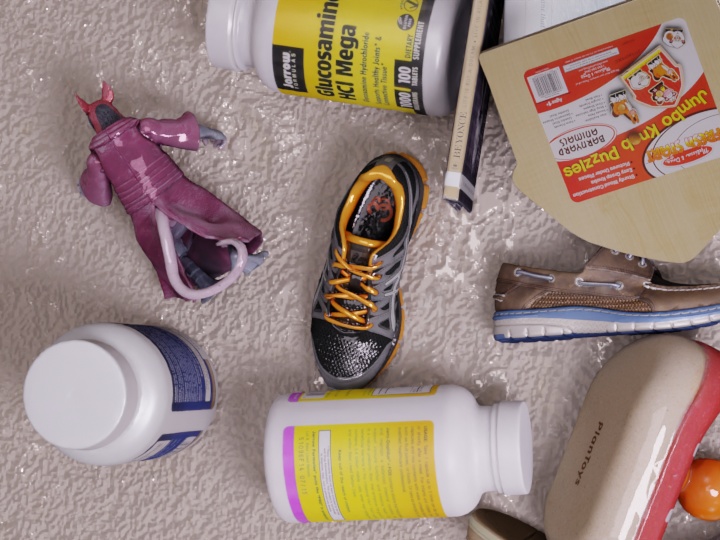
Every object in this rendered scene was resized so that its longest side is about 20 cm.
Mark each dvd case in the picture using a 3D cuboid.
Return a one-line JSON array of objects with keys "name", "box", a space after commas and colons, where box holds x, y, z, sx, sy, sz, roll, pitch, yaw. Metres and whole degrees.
[{"name": "dvd case", "box": [0.090, -0.148, 1.519, 0.016, 0.149, 0.200, 8, 89, 7]}]

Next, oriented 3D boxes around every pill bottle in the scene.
[{"name": "pill bottle", "box": [-0.191, 0.096, 1.544, 0.111, 0.200, 0.111, -1, 87, 12]}, {"name": "pill bottle", "box": [0.031, 0.143, 1.541, 0.200, 0.104, 0.104, -4, 87, 13]}, {"name": "pill bottle", "box": [-0.016, -0.190, 1.564, 0.200, 0.112, 0.113, 9, 89, 13]}]

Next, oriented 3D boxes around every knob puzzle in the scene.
[{"name": "knob puzzle", "box": [0.206, -0.100, 1.446, 0.220, 0.030, 0.220, 4, 111, 11]}]

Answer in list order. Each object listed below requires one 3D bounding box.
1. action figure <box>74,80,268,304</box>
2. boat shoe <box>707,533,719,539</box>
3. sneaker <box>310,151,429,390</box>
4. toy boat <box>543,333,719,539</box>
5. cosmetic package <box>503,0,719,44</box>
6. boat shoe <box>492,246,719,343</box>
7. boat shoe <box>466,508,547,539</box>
[{"name": "action figure", "box": [-0.173, -0.061, 1.583, 0.134, 0.149, 0.200, -36, 94, 15]}, {"name": "boat shoe", "box": [0.271, 0.242, 1.485, 0.200, 0.072, 0.062, -23, 94, -11]}, {"name": "sneaker", "box": [0.000, 0.000, 1.570, 0.078, 0.077, 0.200, 11, 91, 11]}, {"name": "toy boat", "box": [0.234, 0.152, 1.502, 0.131, 0.131, 0.200, 21, 93, -17]}, {"name": "cosmetic package", "box": [0.217, -0.229, 1.509, 0.200, 0.123, 0.199, 1, 88, 11]}, {"name": "boat shoe", "box": [0.199, 0.014, 1.526, 0.200, 0.072, 0.072, -4, 85, 12]}, {"name": "boat shoe", "box": [0.155, 0.265, 1.526, 0.200, 0.072, 0.065, 38, 107, 6]}]
